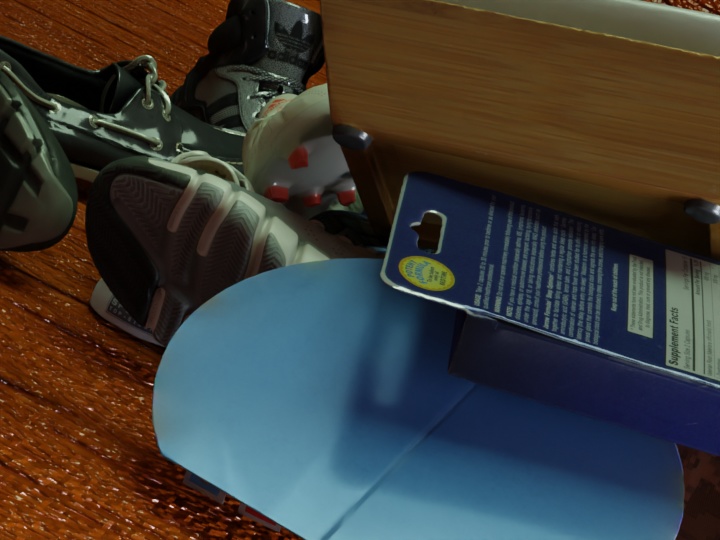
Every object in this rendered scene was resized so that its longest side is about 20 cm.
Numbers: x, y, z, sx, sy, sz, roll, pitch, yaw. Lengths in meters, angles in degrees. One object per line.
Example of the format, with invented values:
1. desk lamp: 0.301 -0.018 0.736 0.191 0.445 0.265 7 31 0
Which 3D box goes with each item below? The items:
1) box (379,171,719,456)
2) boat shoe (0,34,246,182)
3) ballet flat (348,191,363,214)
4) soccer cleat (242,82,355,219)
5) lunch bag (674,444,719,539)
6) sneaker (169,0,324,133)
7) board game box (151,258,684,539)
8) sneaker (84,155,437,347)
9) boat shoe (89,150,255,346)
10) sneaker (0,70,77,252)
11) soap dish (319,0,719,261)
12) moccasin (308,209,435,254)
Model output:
1. box: 0.104 0.021 1.010 0.200 0.032 0.121 18 24 -1
2. boat shoe: -0.121 -0.078 1.352 0.200 0.063 0.073 10 19 -29
3. ballet flat: 0.042 -0.045 1.313 0.072 0.072 0.200 15 -4 -42
4. soccer cleat: -0.029 -0.058 1.286 0.069 0.078 0.200 -10 -17 -10
5. lunch bag: 0.165 0.095 1.100 0.164 0.118 0.200 30 17 24
6. sneaker: -0.049 -0.091 1.482 0.075 0.114 0.200 18 14 -31
7. board game box: 0.020 0.073 0.984 0.200 0.039 0.158 29 40 16
8. sneaker: -0.014 0.008 1.110 0.200 0.075 0.115 32 24 10
9. boat shoe: -0.074 -0.019 1.217 0.071 0.070 0.200 26 12 4
10. sneaker: -0.172 -0.063 1.196 0.079 0.075 0.200 18 14 -42
11. soap dish: 0.084 -0.053 1.101 0.200 0.081 0.157 13 -18 13
12. moccasin: 0.000 0.000 1.224 0.068 0.080 0.200 66 15 2
